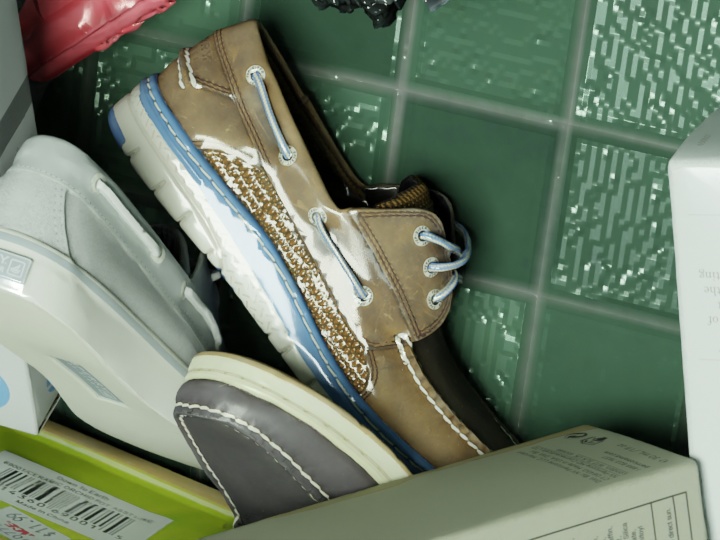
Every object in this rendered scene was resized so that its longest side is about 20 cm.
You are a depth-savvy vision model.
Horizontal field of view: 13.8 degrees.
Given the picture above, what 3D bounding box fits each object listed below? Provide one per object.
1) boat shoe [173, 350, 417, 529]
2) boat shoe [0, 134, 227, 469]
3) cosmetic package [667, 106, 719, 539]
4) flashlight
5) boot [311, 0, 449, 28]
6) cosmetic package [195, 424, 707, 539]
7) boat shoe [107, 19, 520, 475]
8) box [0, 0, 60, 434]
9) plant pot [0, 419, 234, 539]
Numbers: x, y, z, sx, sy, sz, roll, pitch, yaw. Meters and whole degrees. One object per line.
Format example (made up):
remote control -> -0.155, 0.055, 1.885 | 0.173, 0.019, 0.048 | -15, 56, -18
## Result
boat shoe -> -0.006, 0.109, 1.033 | 0.072, 0.065, 0.200 | 10, 145, 45
boat shoe -> -0.079, 0.016, 1.041 | 0.072, 0.200, 0.069 | 12, 71, 32
cosmetic package -> 0.164, 0.050, 0.988 | 0.101, 0.074, 0.201 | 2, 108, 23
flashlight -> -0.100, -0.088, 1.060 | 0.200, 0.068, 0.068 | -27, 93, 28
boot -> -0.021, -0.187, 0.967 | 0.198, 0.073, 0.163 | 33, 94, 4
cosmetic package -> 0.016, 0.127, 0.966 | 0.073, 0.199, 0.104 | 16, 116, 61
boat shoe -> 0.000, 0.000, 1.042 | 0.072, 0.072, 0.200 | -40, 97, 13
box -> -0.186, -0.038, 1.040 | 0.155, 0.041, 0.200 | 15, 141, 15
plant pot -> -0.128, 0.163, 1.084 | 0.199, 0.199, 0.182 | 21, 106, 17
